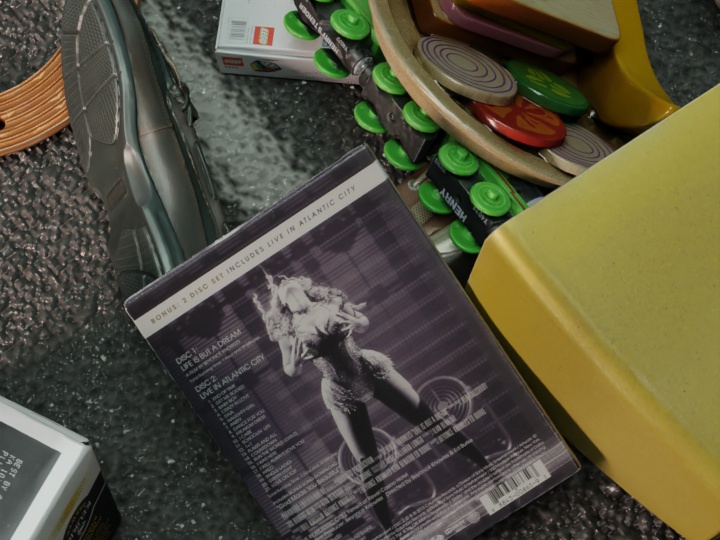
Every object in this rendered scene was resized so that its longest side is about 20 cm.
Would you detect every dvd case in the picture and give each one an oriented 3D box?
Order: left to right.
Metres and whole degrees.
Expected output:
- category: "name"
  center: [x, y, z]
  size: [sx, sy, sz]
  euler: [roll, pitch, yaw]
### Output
- category: "dvd case"
  center: [-0.004, 0.058, 1.356]
  size: [0.148, 0.016, 0.200]
  euler: [-33, 100, 6]

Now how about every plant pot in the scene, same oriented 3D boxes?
- category: "plant pot"
  center: [0.183, 0.024, 1.341]
  size: [0.200, 0.200, 0.177]
  euler: [-32, 81, -10]

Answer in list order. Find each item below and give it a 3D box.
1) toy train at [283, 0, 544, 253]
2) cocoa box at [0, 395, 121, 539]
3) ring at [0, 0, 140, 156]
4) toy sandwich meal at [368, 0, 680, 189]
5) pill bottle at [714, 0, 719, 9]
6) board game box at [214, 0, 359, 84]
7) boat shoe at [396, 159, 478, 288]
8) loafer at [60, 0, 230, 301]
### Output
- category: "toy train"
  center: [0.030, -0.087, 1.410]
  size: [0.056, 0.042, 0.200]
  euler: [-16, 57, -38]
- category: "cocoa box"
  center: [-0.227, 0.160, 1.330]
  size: [0.133, 0.131, 0.200]
  euler: [26, 72, 12]
- category: "ring"
  center: [-0.222, -0.151, 1.509]
  size: [0.199, 0.019, 0.201]
  euler: [-1, 68, 2]
- category: "toy sandwich meal"
  center: [0.091, -0.130, 1.414]
  size: [0.205, 0.070, 0.206]
  euler: [26, 36, -20]
- category: "pill bottle"
  center: [0.226, -0.248, 1.472]
  size: [0.119, 0.120, 0.201]
  euler: [-12, 70, -2]
- category: "board game box"
  center: [-0.006, -0.202, 1.510]
  size: [0.126, 0.035, 0.201]
  euler: [6, 70, 5]
- category: "boat shoe"
  center: [0.000, 0.000, 1.418]
  size: [0.200, 0.076, 0.072]
  euler: [-30, 67, -18]
- category: "loafer"
  center: [-0.111, -0.062, 1.447]
  size: [0.063, 0.072, 0.201]
  euler: [-7, 76, -34]
